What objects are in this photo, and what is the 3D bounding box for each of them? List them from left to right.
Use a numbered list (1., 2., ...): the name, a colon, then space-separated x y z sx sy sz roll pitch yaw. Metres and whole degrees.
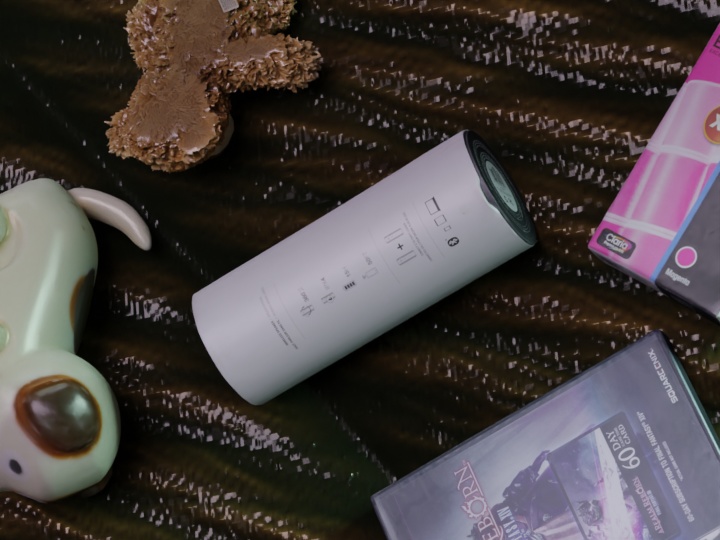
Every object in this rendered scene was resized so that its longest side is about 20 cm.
1. toy dog: -0.213 0.053 1.661 0.194 0.140 0.200 -11 62 -16
2. teddy bear: -0.089 -0.149 1.698 0.145 0.067 0.200 -5 65 15
3. speaker: 0.000 0.000 1.586 0.200 0.081 0.081 -31 62 15
4. video game case: 0.116 0.142 1.517 0.200 0.019 0.143 -31 62 14
5. ink cartridge box: 0.221 -0.073 1.527 0.095 0.037 0.200 30 86 31
